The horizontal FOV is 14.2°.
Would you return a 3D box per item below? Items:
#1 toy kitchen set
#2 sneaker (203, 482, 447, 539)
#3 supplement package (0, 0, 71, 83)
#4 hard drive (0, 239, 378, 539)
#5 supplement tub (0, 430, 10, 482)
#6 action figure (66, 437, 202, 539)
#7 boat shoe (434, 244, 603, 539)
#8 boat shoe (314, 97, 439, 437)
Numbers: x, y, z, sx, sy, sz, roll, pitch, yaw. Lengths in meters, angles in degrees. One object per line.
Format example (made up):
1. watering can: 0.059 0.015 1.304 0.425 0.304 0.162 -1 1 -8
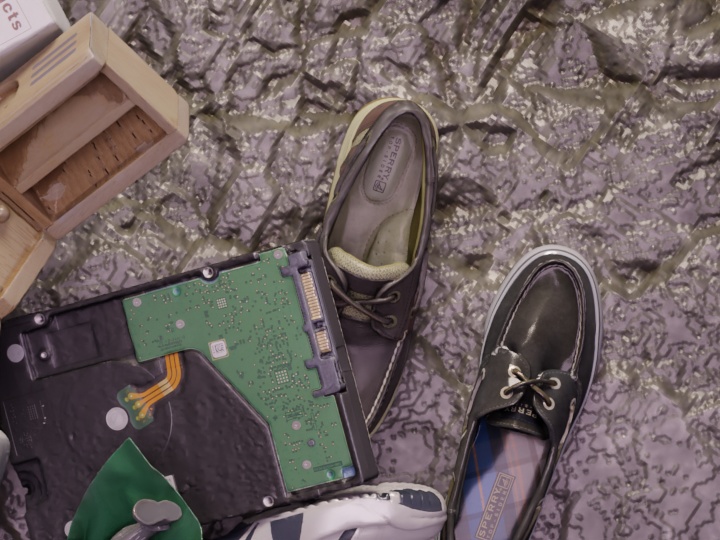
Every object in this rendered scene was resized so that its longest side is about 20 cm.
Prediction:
1. toy kitchen set: -0.209 -0.035 1.484 0.180 0.200 0.163 -36 119 20
2. sneaker: -0.037 0.197 1.596 0.199 0.079 0.130 -16 90 1
3. supplement package: -0.272 -0.130 1.591 0.200 0.117 0.117 -28 86 -1
4. hard drive: -0.101 0.073 1.597 0.200 0.038 0.140 -16 89 17
5. supplement tub: -0.276 0.166 1.578 0.122 0.123 0.200 17 88 1
6. action figure: -0.153 0.191 1.569 0.200 0.055 0.118 -42 76 38
7. boat shoe: 0.091 0.083 1.610 0.069 0.057 0.200 16 88 1
8. boat shoe: 0.001 0.000 1.609 0.072 0.066 0.201 13 88 0
